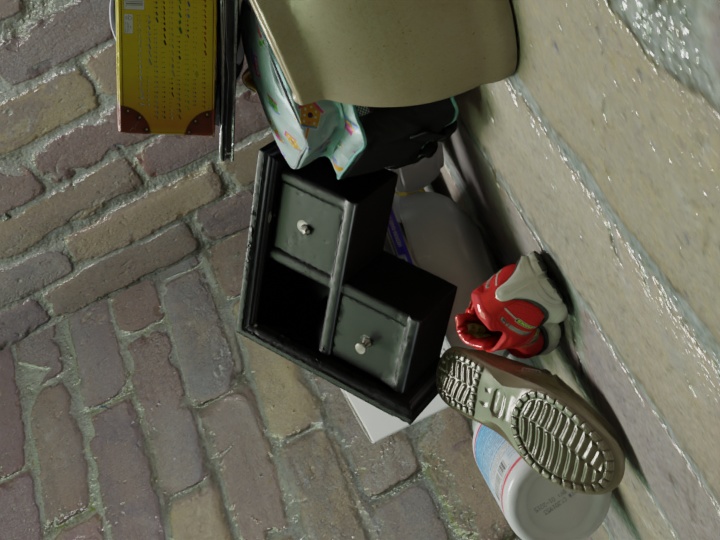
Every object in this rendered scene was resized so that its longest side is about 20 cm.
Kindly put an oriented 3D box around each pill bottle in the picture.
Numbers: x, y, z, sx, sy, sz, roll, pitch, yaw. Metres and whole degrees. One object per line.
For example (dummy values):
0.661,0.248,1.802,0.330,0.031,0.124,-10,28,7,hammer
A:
0.178,0.194,1.159,0.200,0.108,0.110,-117,1,-72,pill bottle

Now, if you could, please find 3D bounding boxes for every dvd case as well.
-0.106,-0.213,0.904,0.150,0.016,0.202,-96,11,-52,dvd case

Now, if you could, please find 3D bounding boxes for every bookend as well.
0.000,0.000,1.016,0.198,0.092,0.201,26,126,20,bookend

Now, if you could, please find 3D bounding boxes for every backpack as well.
-0.018,-0.185,0.906,0.176,0.151,0.203,140,118,-82,backpack

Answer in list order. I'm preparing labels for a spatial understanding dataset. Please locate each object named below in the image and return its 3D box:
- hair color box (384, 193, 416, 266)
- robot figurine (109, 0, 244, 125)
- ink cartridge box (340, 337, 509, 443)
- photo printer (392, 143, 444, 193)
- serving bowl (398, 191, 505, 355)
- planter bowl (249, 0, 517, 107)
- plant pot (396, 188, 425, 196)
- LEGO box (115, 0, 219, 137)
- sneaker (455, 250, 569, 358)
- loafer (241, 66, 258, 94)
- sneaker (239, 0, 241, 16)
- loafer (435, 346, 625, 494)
0.036,-0.018,1.188,0.200,0.064,0.111,7,-118,-77,hair color box
-0.171,-0.229,1.075,0.200,0.123,0.152,104,178,-78,robot figurine
0.081,0.110,1.300,0.085,0.145,0.200,61,-157,1,ink cartridge box
0.002,-0.196,1.143,0.201,0.069,0.167,53,168,38,photo printer
0.106,0.006,1.141,0.200,0.065,0.202,-23,-89,-80,serving bowl
-0.006,-0.186,0.698,0.200,0.133,0.202,155,90,-89,planter bowl
0.022,-0.032,1.390,0.176,0.200,0.200,43,-175,-2,plant pot
-0.150,-0.223,0.886,0.149,0.076,0.203,-105,18,-66,LEGO box
0.120,0.037,0.950,0.200,0.084,0.078,67,178,-72,sneaker
-0.052,-0.169,1.077,0.200,0.072,0.074,40,154,58,loafer
-0.069,-0.273,0.994,0.201,0.098,0.070,54,-131,-44,sneaker
0.155,0.120,0.973,0.199,0.068,0.077,34,119,37,loafer
